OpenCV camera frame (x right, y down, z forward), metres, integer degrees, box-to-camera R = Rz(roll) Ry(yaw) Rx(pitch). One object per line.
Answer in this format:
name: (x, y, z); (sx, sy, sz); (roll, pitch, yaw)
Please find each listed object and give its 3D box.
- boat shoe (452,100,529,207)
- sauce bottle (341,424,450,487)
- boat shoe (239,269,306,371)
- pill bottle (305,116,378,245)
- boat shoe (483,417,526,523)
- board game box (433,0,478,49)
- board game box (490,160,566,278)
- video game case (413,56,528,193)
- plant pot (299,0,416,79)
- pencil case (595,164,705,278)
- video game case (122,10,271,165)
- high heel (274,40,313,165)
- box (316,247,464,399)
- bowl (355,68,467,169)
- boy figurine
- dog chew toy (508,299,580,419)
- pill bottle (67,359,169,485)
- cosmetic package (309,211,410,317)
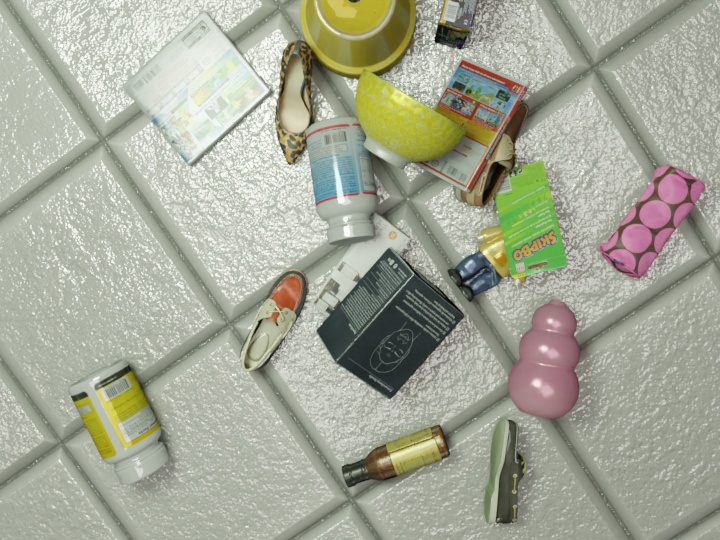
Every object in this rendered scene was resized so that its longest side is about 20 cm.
boat shoe: (0.237, -0.196, 1.316); (0.072, 0.075, 0.202); (34, 99, 39)
sauce bottle: (0.063, 0.342, 1.403); (0.198, 0.066, 0.067); (-20, 96, 6)
boat shoe: (-0.157, 0.091, 1.381); (0.071, 0.063, 0.201); (31, 95, 0)
pill bottle: (-0.029, -0.150, 1.308); (0.107, 0.109, 0.203); (-8, 85, 3)
boat shoe: (0.267, 0.364, 1.397); (0.060, 0.072, 0.204); (5, 104, -3)
board game box: (0.173, -0.479, 1.252); (0.056, 0.165, 0.202); (15, 97, 2)
board game box: (0.285, -0.085, 1.307); (0.094, 0.030, 0.202); (-14, 62, 17)
video game case: (0.179, -0.251, 1.314); (0.143, 0.017, 0.201); (34, 99, 34)
plant pot: (-0.005, -0.427, 1.253); (0.198, 0.189, 0.204); (0, 96, 2)
pencil case: (0.500, -0.087, 1.330); (0.093, 0.091, 0.201); (36, 94, 11)
video game case: (-0.288, -0.321, 1.358); (0.200, 0.022, 0.183); (-40, 94, 5)
high heel: (-0.116, -0.280, 1.295); (0.070, 0.143, 0.203); (8, 97, 1)
box: (0.050, 0.092, 1.323); (0.200, 0.107, 0.148); (-48, 124, 5)
bowl: (0.063, -0.232, 1.257); (0.199, 0.200, 0.108); (31, 102, -2)
boy figurine: (0.255, -0.024, 1.355); (0.199, 0.064, 0.125); (-34, 91, 8)
dog chew toy: (0.330, 0.153, 1.348); (0.123, 0.125, 0.203); (11, 89, 0)
pill bottle: (-0.431, 0.273, 1.384); (0.113, 0.114, 0.202); (-24, 95, 4)
cosmetic package: (0.000, 0.000, 1.371); (0.082, 0.051, 0.201); (35, 97, -3)
